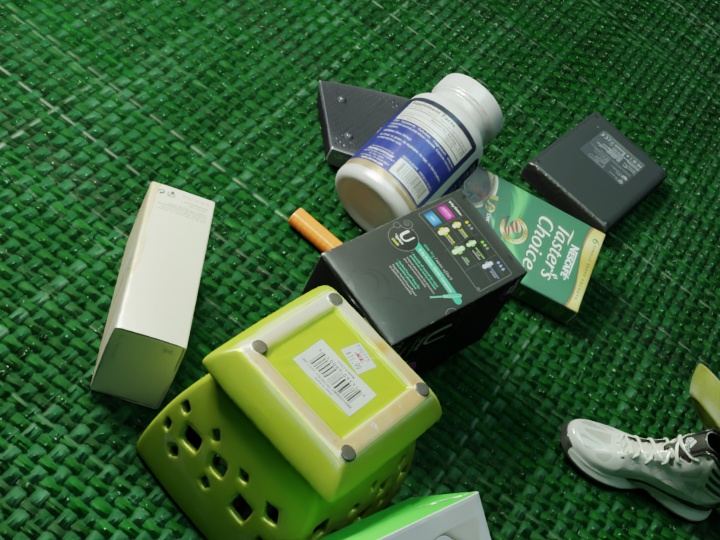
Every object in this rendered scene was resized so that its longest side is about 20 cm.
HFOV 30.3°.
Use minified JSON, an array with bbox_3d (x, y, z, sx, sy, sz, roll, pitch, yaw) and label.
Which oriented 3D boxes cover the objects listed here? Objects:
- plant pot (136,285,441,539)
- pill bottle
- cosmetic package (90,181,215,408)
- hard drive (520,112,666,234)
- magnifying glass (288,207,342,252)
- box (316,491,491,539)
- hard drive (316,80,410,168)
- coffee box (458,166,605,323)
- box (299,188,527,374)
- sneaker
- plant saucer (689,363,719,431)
[{"bbox_3d":[-0.056,0.144,1.230,0.200,0.182,0.199,46,44,13],"label":"plant pot"},{"bbox_3d":[0.073,-0.135,1.564,0.116,0.116,0.200,41,66,9],"label":"pill bottle"},{"bbox_3d":[-0.203,0.022,1.312,0.073,0.104,0.201,19,43,-13],"label":"cosmetic package"},{"bbox_3d":[0.321,-0.131,1.817,0.139,0.033,0.200,43,43,11],"label":"hard drive"},{"bbox_3d":[0.000,0.000,1.513,0.200,0.022,0.080,39,43,8],"label":"magnifying glass"},{"bbox_3d":[0.027,0.306,1.140,0.199,0.096,0.178,-14,88,-43],"label":"box"},{"bbox_3d":[0.040,-0.164,1.672,0.199,0.042,0.136,10,47,-24],"label":"hard drive"},{"bbox_3d":[0.190,-0.036,1.616,0.199,0.044,0.124,29,63,-5],"label":"coffee box"},{"bbox_3d":[0.047,0.031,1.400,0.199,0.149,0.125,-26,69,-34],"label":"box"},{"bbox_3d":[0.327,0.193,1.461,0.199,0.116,0.076,25,43,-8],"label":"sneaker"},{"bbox_3d":[0.427,0.198,1.503,0.201,0.031,0.200,57,4,-6],"label":"plant saucer"}]
